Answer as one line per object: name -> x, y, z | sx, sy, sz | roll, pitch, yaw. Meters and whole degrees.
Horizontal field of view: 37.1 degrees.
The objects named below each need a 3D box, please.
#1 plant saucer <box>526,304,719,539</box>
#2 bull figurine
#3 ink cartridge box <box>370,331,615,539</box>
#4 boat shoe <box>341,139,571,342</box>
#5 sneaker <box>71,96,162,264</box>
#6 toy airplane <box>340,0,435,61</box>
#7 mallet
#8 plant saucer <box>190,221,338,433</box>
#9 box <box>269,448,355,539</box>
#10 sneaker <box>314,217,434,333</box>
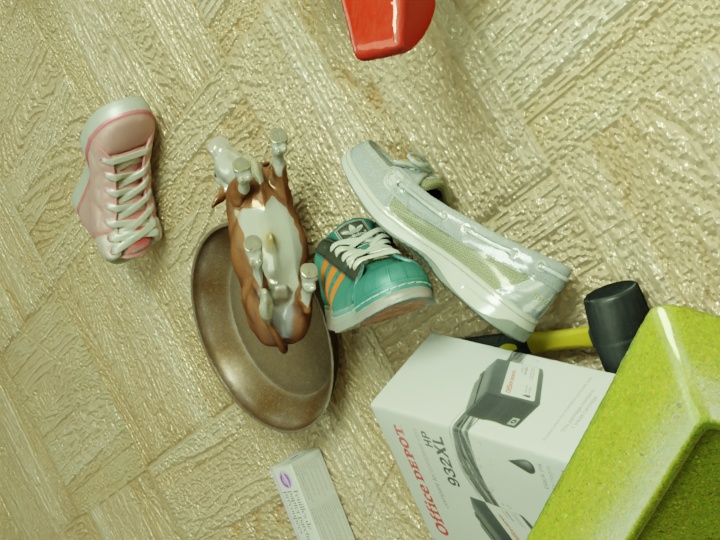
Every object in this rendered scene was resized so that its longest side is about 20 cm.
plant saucer -> 0.215, 0.132, 0.588 | 0.197, 0.048, 0.202 | 15, 123, -6
bull figurine -> -0.078, -0.037, 0.865 | 0.122, 0.064, 0.202 | 105, 149, -65
ink cartridge box -> 0.121, 0.138, 0.738 | 0.198, 0.084, 0.146 | 10, 134, 45
boat shoe -> 0.063, -0.034, 0.762 | 0.065, 0.074, 0.202 | -51, 55, 10
sneaker -> -0.227, -0.078, 1.053 | 0.105, 0.075, 0.201 | 59, 147, 16
toy airplane -> 0.023, -0.243, 0.678 | 0.200, 0.141, 0.200 | -50, 54, 6
mallet -> 0.131, 0.060, 0.761 | 0.199, 0.041, 0.067 | -24, 91, 55
plant saucer -> -0.082, 0.049, 0.984 | 0.199, 0.036, 0.203 | 24, 124, 40
box -> -0.027, 0.271, 1.022 | 0.038, 0.041, 0.202 | -19, 93, 49
sneaker -> 0.000, 0.000, 0.802 | 0.200, 0.070, 0.081 | 164, 92, -77
